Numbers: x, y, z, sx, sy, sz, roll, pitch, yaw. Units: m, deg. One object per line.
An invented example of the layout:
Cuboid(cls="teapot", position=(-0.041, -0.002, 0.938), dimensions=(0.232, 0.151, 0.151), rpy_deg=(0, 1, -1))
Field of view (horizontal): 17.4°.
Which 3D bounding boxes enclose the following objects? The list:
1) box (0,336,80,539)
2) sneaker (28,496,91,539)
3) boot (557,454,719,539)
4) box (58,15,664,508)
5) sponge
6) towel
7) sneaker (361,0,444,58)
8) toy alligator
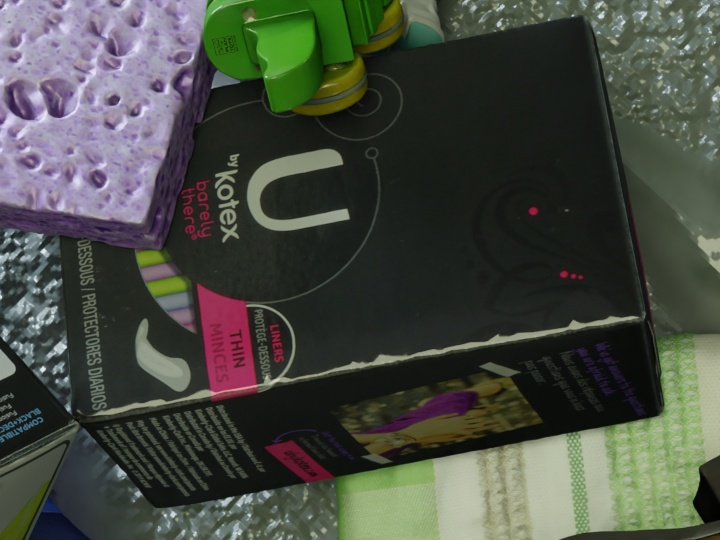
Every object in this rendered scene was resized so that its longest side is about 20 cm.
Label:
Cuboid(cls="box", position=(-0.194, 0.030, 0.815), dimensions=(0.200, 0.060, 0.117), rpy_deg=(45, 134, 19))
Cuboid(cls="sneaker", position=(-0.159, 0.060, 0.897), dimensions=(0.200, 0.074, 0.082), rpy_deg=(39, 87, 9))
Cuboid(cls="boot", position=(0.131, 0.177, 0.807), dimensions=(0.188, 0.069, 0.200), rpy_deg=(-26, 67, -8))
Cuboid(cls="box", position=(0.000, 0.000, 0.853), dimensions=(0.200, 0.106, 0.123), rpy_deg=(-11, 66, 6))
Cuboid(cls="sponge", position=(-0.097, -0.108, 0.845), dimensions=(0.111, 0.030, 0.200), rpy_deg=(10, 69, 15))
Cuboid(cls="towel", position=(0.091, 0.102, 0.884), dimensions=(0.199, 0.031, 0.150), rpy_deg=(-6, 80, 9))
Cuboid(cls="sneaker", position=(-0.052, -0.141, 0.918), dimensions=(0.200, 0.078, 0.091), rpy_deg=(19, 69, 6))
Cuboid(cls="toy alligator", position=(-0.012, -0.112, 0.834), dimensions=(0.054, 0.200, 0.059), rpy_deg=(3, 126, 21))
